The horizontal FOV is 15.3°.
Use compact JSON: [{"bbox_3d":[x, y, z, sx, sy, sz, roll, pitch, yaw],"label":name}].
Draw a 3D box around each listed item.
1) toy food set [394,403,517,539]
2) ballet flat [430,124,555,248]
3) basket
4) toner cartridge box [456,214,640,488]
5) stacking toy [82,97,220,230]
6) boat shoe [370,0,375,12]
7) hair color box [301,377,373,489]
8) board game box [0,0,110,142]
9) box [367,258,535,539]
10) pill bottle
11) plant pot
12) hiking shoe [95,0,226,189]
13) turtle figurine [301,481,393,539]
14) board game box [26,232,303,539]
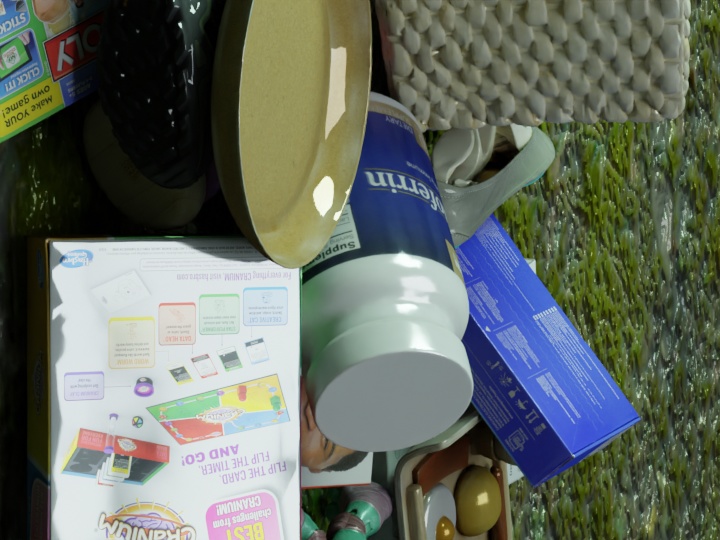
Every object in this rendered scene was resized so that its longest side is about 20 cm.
[{"bbox_3d":[0.087,0.179,1.790,0.143,0.060,0.200,-35,124,-55],"label":"toy food set"},{"bbox_3d":[0.080,-0.075,1.756,0.200,0.067,0.064,-45,140,-55],"label":"ballet flat"},{"bbox_3d":[0.100,-0.199,1.622,0.200,0.198,0.161,81,7,-58],"label":"basket"},{"bbox_3d":[0.092,0.040,1.762,0.200,0.043,0.095,55,34,10],"label":"toner cartridge box"},{"bbox_3d":[-0.065,-0.105,1.542,0.200,0.085,0.085,-38,127,-37],"label":"stacking toy"},{"bbox_3d":[-0.026,-0.176,1.635,0.072,0.059,0.200,-28,118,-52],"label":"boat shoe"},{"bbox_3d":[-0.067,0.081,1.618,0.200,0.061,0.102,2,93,-57],"label":"hair color box"},{"bbox_3d":[-0.147,-0.169,1.442,0.200,0.029,0.135,-34,124,-35],"label":"board game box"},{"bbox_3d":[0.057,0.087,1.828,0.200,0.041,0.156,-24,115,-54],"label":"box"},{"bbox_3d":[0.000,0.000,1.579,0.116,0.116,0.200,48,21,-49],"label":"pill bottle"},{"bbox_3d":[-0.039,-0.101,1.453,0.200,0.027,0.200,5,90,-71],"label":"plant pot"},{"bbox_3d":[-0.085,-0.145,1.429,0.101,0.076,0.200,-11,103,-47],"label":"hiking shoe"},{"bbox_3d":[-0.032,0.206,1.663,0.200,0.101,0.150,-32,137,-63],"label":"turtle figurine"},{"bbox_3d":[-0.109,0.079,1.492,0.153,0.040,0.200,0,93,-23],"label":"board game box"}]
